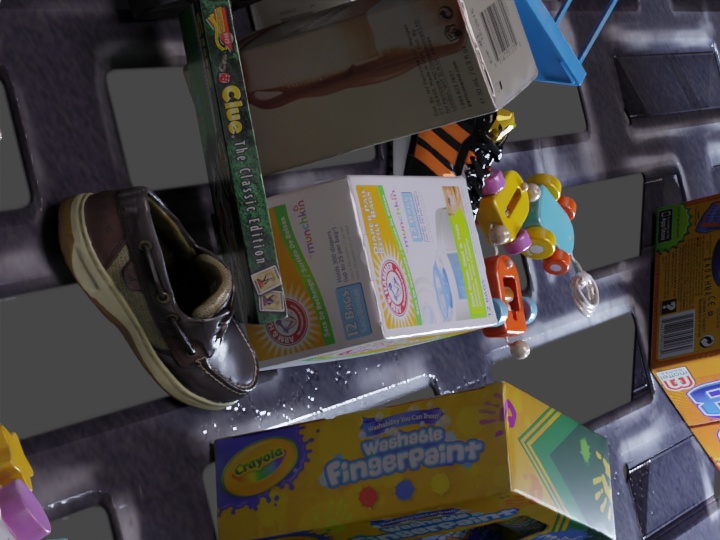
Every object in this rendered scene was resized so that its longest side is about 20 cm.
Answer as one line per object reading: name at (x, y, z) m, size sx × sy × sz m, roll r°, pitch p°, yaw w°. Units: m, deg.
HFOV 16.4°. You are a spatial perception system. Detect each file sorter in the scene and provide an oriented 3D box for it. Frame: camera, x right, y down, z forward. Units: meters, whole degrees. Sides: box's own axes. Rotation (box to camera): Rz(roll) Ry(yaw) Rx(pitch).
file sorter at (0.099, -0.257, 1.935) m, size 0.200 × 0.139 × 0.123 m, roll 51°, pitch 60°, yaw -43°

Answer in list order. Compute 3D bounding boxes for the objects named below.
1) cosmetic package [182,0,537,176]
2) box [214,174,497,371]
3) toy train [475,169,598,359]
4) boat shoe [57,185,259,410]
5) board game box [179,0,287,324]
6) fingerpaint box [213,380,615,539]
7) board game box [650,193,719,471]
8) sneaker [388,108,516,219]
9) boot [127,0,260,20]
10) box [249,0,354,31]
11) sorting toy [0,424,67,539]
cosmetic package at (0.000, -0.129, 1.624) m, size 0.087 × 0.200 × 0.103 m, roll 70°, pitch 24°, yaw -12°
box at (0.000, 0.000, 1.673) m, size 0.200 × 0.101 × 0.113 m, roll -3°, pitch 80°, yaw -65°
toy train at (0.122, -0.006, 2.006) m, size 0.200 × 0.056 × 0.150 m, roll -9°, pitch 87°, yaw -63°
boat shoe at (-0.105, 0.019, 1.478) m, size 0.200 × 0.065 × 0.073 m, roll 48°, pitch 35°, yaw -49°
board game box at (-0.080, -0.067, 1.540) m, size 0.105 × 0.023 × 0.200 m, roll -176°, pitch -104°, yaw -81°
fingerpaint box at (0.035, 0.139, 1.557) m, size 0.167 × 0.200 × 0.073 m, roll 31°, pitch 50°, yaw -58°
board game box at (0.412, 0.052, 2.415) m, size 0.200 × 0.200 × 0.200 m, roll 52°, pitch 35°, yaw -42°
sneaker at (0.075, -0.090, 1.896) m, size 0.070 × 0.090 × 0.200 m, roll 35°, pitch 46°, yaw -56°
boot at (-0.121, -0.266, 1.610) m, size 0.165 × 0.066 × 0.200 m, roll -14°, pitch 85°, yaw -68°
box at (0.005, -0.168, 1.800) m, size 0.200 × 0.078 × 0.095 m, roll -17°, pitch 93°, yaw -66°
sorting toy at (-0.204, 0.105, 1.218) m, size 0.200 × 0.107 × 0.180 m, roll 56°, pitch 12°, yaw -38°
